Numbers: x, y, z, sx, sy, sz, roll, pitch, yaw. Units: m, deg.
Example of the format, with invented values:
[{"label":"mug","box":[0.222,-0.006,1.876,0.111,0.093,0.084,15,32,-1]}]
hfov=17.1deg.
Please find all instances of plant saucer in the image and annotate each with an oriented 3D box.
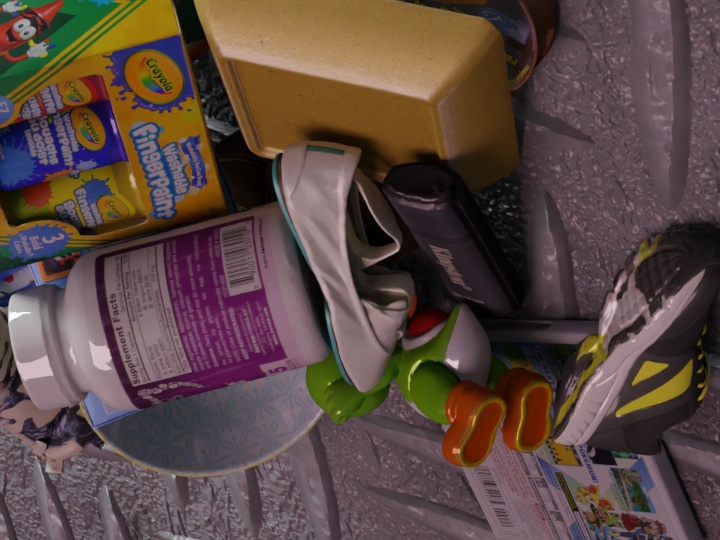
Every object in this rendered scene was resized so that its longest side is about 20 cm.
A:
[{"label":"plant saucer","box":[-0.007,-0.108,1.506,0.200,0.049,0.200,14,159,13]}]

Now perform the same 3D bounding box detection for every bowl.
[{"label":"bowl","box":[-0.119,0.041,1.780,0.108,0.200,0.200,-113,2,-58]}]

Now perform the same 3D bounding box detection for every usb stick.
[{"label":"usb stick","box":[0.063,-0.018,1.569,0.055,0.033,0.200,8,161,20]}]

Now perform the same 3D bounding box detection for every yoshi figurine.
[{"label":"yoshi figurine","box":[0.033,0.081,1.666,0.200,0.112,0.112,31,162,41]}]

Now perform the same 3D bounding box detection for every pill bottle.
[{"label":"pill bottle","box":[-0.126,0.030,1.592,0.200,0.112,0.112,-14,123,7]}]

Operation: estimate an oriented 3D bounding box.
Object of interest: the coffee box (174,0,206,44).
[{"label":"coffee box","box":[-0.167,-0.198,1.602,0.200,0.044,0.123,-12,94,37]}]

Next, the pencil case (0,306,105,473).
[{"label":"pencil case","box":[-0.269,0.074,1.753,0.078,0.090,0.200,-9,150,38]}]

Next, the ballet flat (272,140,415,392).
[{"label":"ballet flat","box":[0.000,0.000,1.553,0.069,0.069,0.200,11,135,35]}]

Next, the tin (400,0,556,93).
[{"label":"tin","box":[0.032,-0.185,1.497,0.200,0.042,0.112,32,138,12]}]

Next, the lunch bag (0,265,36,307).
[{"label":"lunch bag","box":[-0.228,-0.033,1.781,0.076,0.160,0.200,52,142,-12]}]

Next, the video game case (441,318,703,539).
[{"label":"video game case","box":[0.136,0.118,1.716,0.182,0.022,0.200,1,126,42]}]

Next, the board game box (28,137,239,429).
[{"label":"board game box","box":[-0.152,-0.011,1.665,0.037,0.151,0.200,-123,12,-80]}]

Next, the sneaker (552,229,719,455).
[{"label":"sneaker","box":[0.197,0.049,1.566,0.085,0.075,0.200,17,137,-15]}]

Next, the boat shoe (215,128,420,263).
[{"label":"boat shoe","box":[-0.031,-0.050,1.656,0.200,0.074,0.076,11,133,35]}]

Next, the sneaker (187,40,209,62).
[{"label":"sneaker","box":[-0.188,-0.157,1.705,0.200,0.076,0.092,-29,96,43]}]

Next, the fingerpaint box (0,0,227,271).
[{"label":"fingerpaint box","box":[-0.184,-0.095,1.534,0.200,0.167,0.073,81,173,-57]}]
